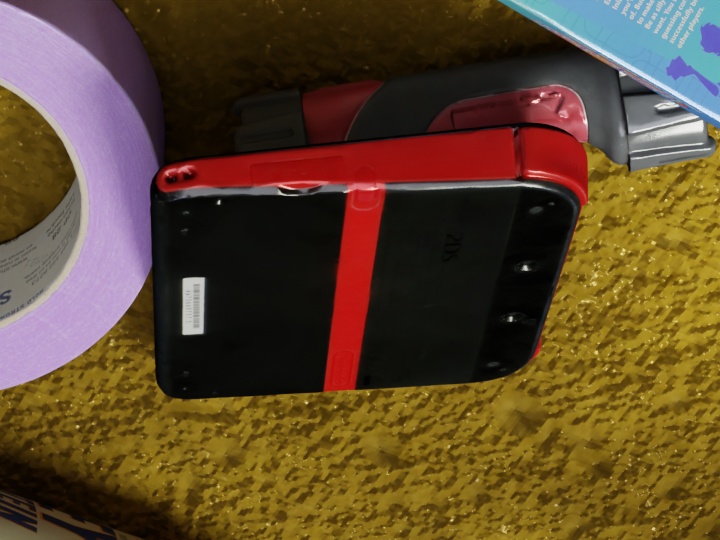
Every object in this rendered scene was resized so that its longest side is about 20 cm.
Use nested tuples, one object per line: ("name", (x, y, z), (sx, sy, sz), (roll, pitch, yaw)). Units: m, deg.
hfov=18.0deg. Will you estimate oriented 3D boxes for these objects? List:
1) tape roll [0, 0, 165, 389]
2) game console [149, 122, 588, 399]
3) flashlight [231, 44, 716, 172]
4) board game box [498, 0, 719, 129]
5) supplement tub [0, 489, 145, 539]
("tape roll", (-0.182, -0.045, 0.953), (0.200, 0.066, 0.200), (-2, 124, -2))
("game console", (0.000, 0.000, 0.962), (0.177, 0.031, 0.200), (-2, 152, -5))
("flashlight", (0.048, -0.056, 0.960), (0.200, 0.068, 0.068), (-8, 123, 2))
("board game box", (0.138, -0.145, 0.890), (0.200, 0.045, 0.152), (28, 95, -21))
("supplement tub", (-0.143, 0.188, 1.063), (0.200, 0.145, 0.145), (22, 120, -18))
